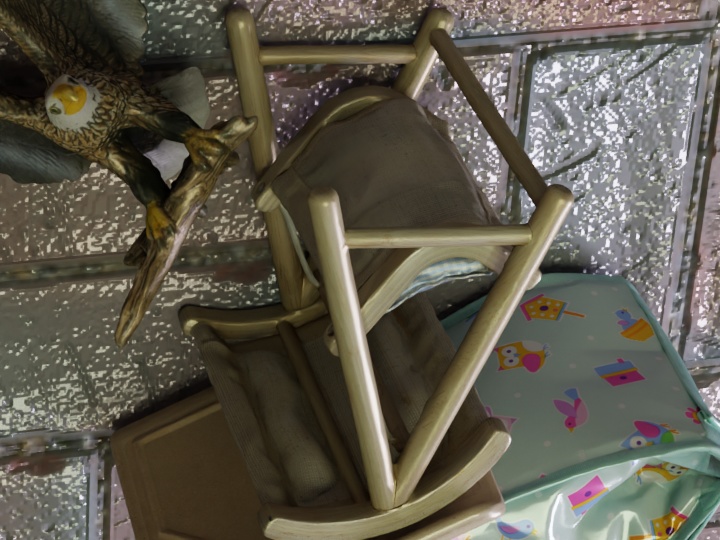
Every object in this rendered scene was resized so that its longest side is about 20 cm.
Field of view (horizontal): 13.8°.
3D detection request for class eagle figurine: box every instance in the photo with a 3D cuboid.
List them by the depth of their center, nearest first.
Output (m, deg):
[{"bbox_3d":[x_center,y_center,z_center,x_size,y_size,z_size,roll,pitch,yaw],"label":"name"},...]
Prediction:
[{"bbox_3d":[-0.154,-0.088,1.427,0.200,0.152,0.151,31,145,-1],"label":"eagle figurine"}]

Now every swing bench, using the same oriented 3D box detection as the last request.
[{"bbox_3d":[0.000,0.000,1.487,0.129,0.199,0.200,-1,122,-18],"label":"swing bench"}]

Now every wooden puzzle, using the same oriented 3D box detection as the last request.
[{"bbox_3d":[-0.029,0.109,1.540,0.185,0.200,0.037,-25,125,3],"label":"wooden puzzle"}]

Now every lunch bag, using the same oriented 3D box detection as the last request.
[{"bbox_3d":[0.091,0.100,1.600,0.200,0.170,0.122,-27,125,3],"label":"lunch bag"}]
